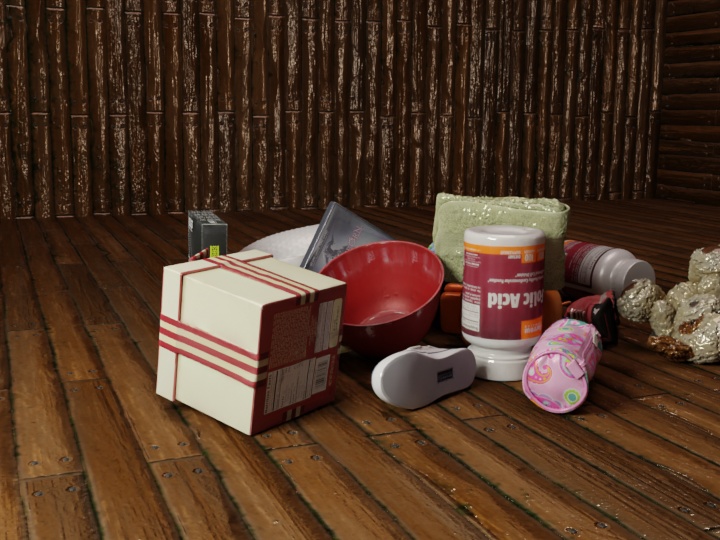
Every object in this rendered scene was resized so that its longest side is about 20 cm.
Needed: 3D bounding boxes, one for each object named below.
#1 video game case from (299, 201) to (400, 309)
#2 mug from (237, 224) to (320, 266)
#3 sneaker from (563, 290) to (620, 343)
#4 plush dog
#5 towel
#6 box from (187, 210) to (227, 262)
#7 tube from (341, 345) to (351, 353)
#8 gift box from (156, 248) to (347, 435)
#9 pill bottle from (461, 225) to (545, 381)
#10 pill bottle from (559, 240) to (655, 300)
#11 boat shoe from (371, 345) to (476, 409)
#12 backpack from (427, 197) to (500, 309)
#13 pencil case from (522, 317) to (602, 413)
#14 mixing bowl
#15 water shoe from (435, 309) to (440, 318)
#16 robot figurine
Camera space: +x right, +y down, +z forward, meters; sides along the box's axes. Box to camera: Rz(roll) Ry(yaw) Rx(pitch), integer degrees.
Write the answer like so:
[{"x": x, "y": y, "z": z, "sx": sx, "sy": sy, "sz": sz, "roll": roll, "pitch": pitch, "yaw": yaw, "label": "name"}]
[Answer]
[{"x": 0.000, "y": 0.000, "z": 1.472, "sx": 0.199, "sy": 0.144, "sz": 0.019, "roll": 29, "pitch": -7, "yaw": -34, "label": "video game case"}, {"x": -0.136, "y": 0.003, "z": 1.636, "sx": 0.173, "sy": 0.149, "sz": 0.200, "roll": -11, "pitch": -5, "yaw": -1, "label": "mug"}, {"x": 0.376, "y": 0.082, "z": 1.535, "sx": 0.086, "sy": 0.075, "sz": 0.200, "roll": -11, "pitch": 2, "yaw": 19, "label": "sneaker"}, {"x": 0.509, "y": 0.079, "z": 1.407, "sx": 0.199, "sy": 0.161, "sz": 0.172, "roll": -26, "pitch": 20, "yaw": 12, "label": "plush dog"}, {"x": 0.203, "y": -0.038, "z": 1.371, "sx": 0.198, "sy": 0.150, "sz": 0.037, "roll": 5, "pitch": 27, "yaw": 13, "label": "towel"}, {"x": -0.246, "y": 0.009, "z": 1.495, "sx": 0.047, "sy": 0.195, "sz": 0.200, "roll": -3, "pitch": 11, "yaw": -16, "label": "box"}, {"x": -0.107, "y": 0.102, "z": 1.416, "sx": 0.199, "sy": 0.052, "sz": 0.058, "roll": 16, "pitch": 59, "yaw": 47, "label": "tube"}, {"x": -0.134, "y": 0.082, "z": 1.153, "sx": 0.185, "sy": 0.187, "sz": 0.199, "roll": 18, "pitch": 14, "yaw": 33, "label": "gift box"}, {"x": 0.197, "y": 0.044, "z": 1.299, "sx": 0.113, "sy": 0.202, "sz": 0.114, "roll": 0, "pitch": 10, "yaw": 0, "label": "pill bottle"}, {"x": 0.456, "y": 0.009, "z": 1.779, "sx": 0.112, "sy": 0.114, "sz": 0.199, "roll": -5, "pitch": 12, "yaw": -30, "label": "pill bottle"}, {"x": 0.070, "y": 0.134, "z": 1.194, "sx": 0.065, "sy": 0.074, "sz": 0.199, "roll": 2, "pitch": -1, "yaw": 40, "label": "boat shoe"}, {"x": 0.208, "y": -0.023, "z": 1.558, "sx": 0.199, "sy": 0.155, "sz": 0.163, "roll": -27, "pitch": -39, "yaw": 28, "label": "backpack"}, {"x": 0.266, "y": 0.118, "z": 1.214, "sx": 0.087, "sy": 0.088, "sz": 0.200, "roll": 4, "pitch": 11, "yaw": 20, "label": "pencil case"}, {"x": 0.034, "y": 0.056, "z": 1.393, "sx": 0.198, "sy": 0.109, "sz": 0.201, "roll": -9, "pitch": 36, "yaw": 7, "label": "mixing bowl"}, {"x": 0.123, "y": 0.055, "z": 1.670, "sx": 0.199, "sy": 0.071, "sz": 0.079, "roll": 14, "pitch": 38, "yaw": -57, "label": "water shoe"}, {"x": 0.224, "y": 0.063, "z": 1.448, "sx": 0.198, "sy": 0.118, "sz": 0.144, "roll": 2, "pitch": -18, "yaw": 14, "label": "robot figurine"}]
